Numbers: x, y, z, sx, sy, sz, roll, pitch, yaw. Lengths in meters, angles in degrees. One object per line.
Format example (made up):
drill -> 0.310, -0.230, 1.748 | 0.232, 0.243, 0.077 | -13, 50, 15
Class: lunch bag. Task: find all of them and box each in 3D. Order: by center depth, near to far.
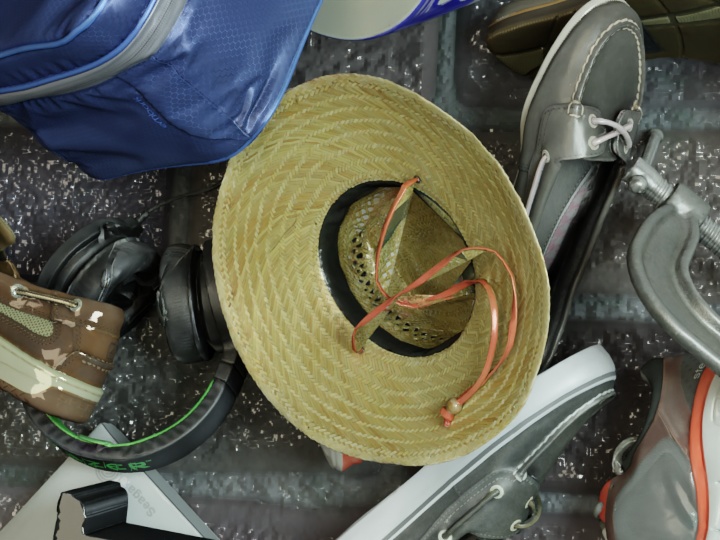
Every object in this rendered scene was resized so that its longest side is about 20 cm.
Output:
lunch bag -> -0.128, -0.138, 1.165 | 0.199, 0.132, 0.137 | -7, 56, 50

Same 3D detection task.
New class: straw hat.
straw hat -> 0.029, -0.003, 1.140 | 0.200, 0.085, 0.203 | 10, 106, 36

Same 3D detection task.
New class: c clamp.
c clamp -> 0.200, 0.017, 1.128 | 0.200, 0.171, 0.027 | 42, 119, 3

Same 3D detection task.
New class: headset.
headset -> -0.113, 0.004, 1.228 | 0.122, 0.094, 0.201 | 11, 70, 16

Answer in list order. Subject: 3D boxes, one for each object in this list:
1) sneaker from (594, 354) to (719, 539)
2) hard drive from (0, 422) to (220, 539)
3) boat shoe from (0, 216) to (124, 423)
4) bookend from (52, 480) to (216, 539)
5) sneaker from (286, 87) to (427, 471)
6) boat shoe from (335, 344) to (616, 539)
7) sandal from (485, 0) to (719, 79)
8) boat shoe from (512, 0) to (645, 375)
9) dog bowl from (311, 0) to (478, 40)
sneaker -> 0.156, 0.137, 1.152 | 0.081, 0.077, 0.202 | 7, 82, 41
hard drive -> -0.161, 0.200, 1.252 | 0.132, 0.026, 0.200 | 45, 96, 16
boat shoe -> -0.206, 0.003, 1.209 | 0.201, 0.075, 0.075 | 28, 91, 19
bookend -> -0.064, 0.224, 1.166 | 0.197, 0.092, 0.202 | 9, 90, 9
sneaker -> 0.000, 0.000, 1.218 | 0.081, 0.077, 0.202 | -11, 87, -1
boat shoe -> 0.060, 0.117, 1.183 | 0.200, 0.069, 0.057 | -41, 77, 14
sandal -> 0.159, -0.141, 1.182 | 0.199, 0.082, 0.055 | -9, 57, 30
boat shoe -> 0.105, -0.036, 1.163 | 0.057, 0.066, 0.201 | 41, 118, 41
dog bowl -> 0.002, -0.221, 1.175 | 0.199, 0.078, 0.202 | 28, 131, 38
